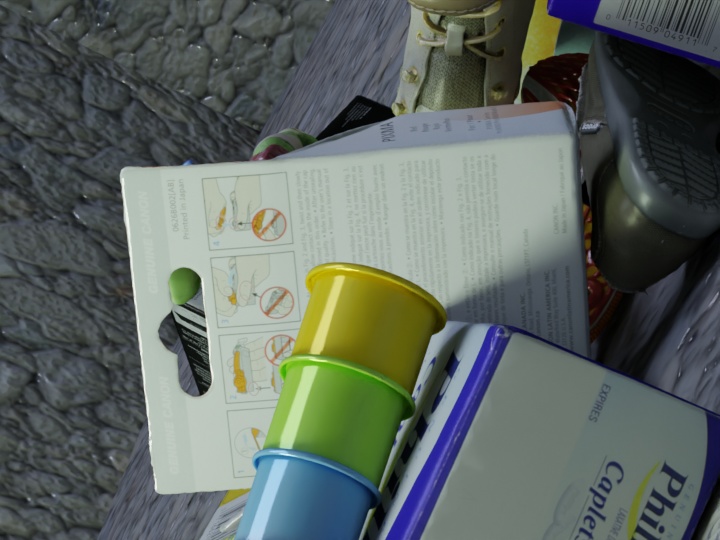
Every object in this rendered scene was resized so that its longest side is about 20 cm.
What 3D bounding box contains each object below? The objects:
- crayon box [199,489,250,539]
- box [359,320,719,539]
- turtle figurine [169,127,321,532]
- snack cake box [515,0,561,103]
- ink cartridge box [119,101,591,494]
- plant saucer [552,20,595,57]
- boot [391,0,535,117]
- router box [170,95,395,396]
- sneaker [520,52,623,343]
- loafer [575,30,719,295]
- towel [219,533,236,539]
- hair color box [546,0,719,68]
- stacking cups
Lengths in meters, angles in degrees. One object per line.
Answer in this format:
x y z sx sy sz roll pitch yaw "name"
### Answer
0.014 0.101 1.425 0.200 0.051 0.127 -31 14 27 "crayon box"
0.048 0.120 1.156 0.184 0.105 0.200 -66 8 -4 "box"
0.000 0.000 1.376 0.144 0.193 0.200 -87 -15 -46 "turtle figurine"
0.089 -0.093 1.765 0.200 0.067 0.115 -64 8 -1 "snack cake box"
0.001 0.015 1.275 0.050 0.199 0.163 -87 -7 -68 "ink cartridge box"
0.158 -0.182 1.555 0.201 0.039 0.202 22 -90 -79 "plant saucer"
0.050 -0.124 1.395 0.200 0.072 0.155 -64 -12 -59 "boot"
-0.030 0.007 1.841 0.200 0.051 0.149 -47 -36 -27 "router box"
0.110 -0.023 1.432 0.200 0.073 0.077 -77 -19 -45 "sneaker"
0.125 -0.054 1.323 0.070 0.075 0.200 -56 10 25 "loafer"
-0.086 0.176 1.230 0.200 0.023 0.144 -23 41 53 "towel"
0.154 -0.173 1.362 0.200 0.109 0.065 -77 5 -60 "hair color box"
-0.023 0.096 1.103 0.061 0.060 0.200 130 161 -65 "stacking cups"
